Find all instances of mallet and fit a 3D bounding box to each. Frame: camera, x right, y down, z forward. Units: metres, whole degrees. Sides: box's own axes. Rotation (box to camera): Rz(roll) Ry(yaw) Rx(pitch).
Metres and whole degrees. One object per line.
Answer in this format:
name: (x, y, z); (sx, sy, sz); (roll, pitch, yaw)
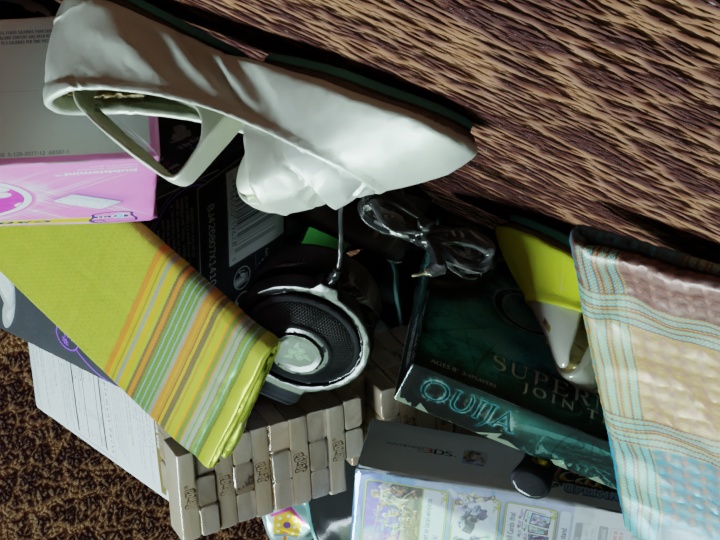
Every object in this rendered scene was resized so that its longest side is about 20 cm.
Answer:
mallet: (0.117, 0.064, 1.178); (0.066, 0.041, 0.200); (24, -151, -1)

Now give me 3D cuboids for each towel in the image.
towel: (0.163, 0.070, 0.995); (0.147, 0.022, 0.200); (17, 145, 30)
towel: (-0.122, 0.000, 1.129); (0.200, 0.086, 0.018); (42, -141, 17)

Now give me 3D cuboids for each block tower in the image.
block tower: (-0.009, 0.074, 1.203); (0.200, 0.054, 0.058); (-16, -149, -21)

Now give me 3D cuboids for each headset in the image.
headset: (0.000, 0.000, 1.115); (0.094, 0.124, 0.200); (23, 162, -5)

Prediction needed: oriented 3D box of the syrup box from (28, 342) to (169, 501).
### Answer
syrup box: (-0.112, 0.057, 1.304); (0.079, 0.082, 0.200); (-13, -162, -26)

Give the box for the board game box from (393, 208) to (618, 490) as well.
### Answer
board game box: (0.119, 0.051, 1.142); (0.200, 0.028, 0.135); (22, -146, -7)

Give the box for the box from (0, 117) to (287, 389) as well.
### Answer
box: (-0.145, -0.036, 1.218); (0.200, 0.122, 0.106); (23, -143, 31)

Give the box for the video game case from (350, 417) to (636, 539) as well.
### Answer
video game case: (0.083, 0.176, 1.197); (0.181, 0.200, 0.045); (8, -145, 5)

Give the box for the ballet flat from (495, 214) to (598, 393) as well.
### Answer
ballet flat: (0.127, 0.030, 1.079); (0.200, 0.067, 0.067); (22, 175, 41)

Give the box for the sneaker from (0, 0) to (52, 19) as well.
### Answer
sneaker: (-0.210, -0.135, 1.100); (0.083, 0.072, 0.200); (59, -166, 18)

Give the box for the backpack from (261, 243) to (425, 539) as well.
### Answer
backpack: (0.016, 0.070, 1.374); (0.153, 0.176, 0.200); (-14, -179, 28)

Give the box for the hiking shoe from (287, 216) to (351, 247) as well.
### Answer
hiking shoe: (-0.062, -0.036, 1.321); (0.101, 0.076, 0.200); (30, 174, -29)

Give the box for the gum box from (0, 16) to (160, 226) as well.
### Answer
gum box: (-0.189, -0.060, 1.038); (0.200, 0.066, 0.114); (-3, 168, -7)

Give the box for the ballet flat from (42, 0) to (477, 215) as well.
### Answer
ballet flat: (-0.046, -0.057, 0.934); (0.200, 0.070, 0.069); (22, 176, 30)
